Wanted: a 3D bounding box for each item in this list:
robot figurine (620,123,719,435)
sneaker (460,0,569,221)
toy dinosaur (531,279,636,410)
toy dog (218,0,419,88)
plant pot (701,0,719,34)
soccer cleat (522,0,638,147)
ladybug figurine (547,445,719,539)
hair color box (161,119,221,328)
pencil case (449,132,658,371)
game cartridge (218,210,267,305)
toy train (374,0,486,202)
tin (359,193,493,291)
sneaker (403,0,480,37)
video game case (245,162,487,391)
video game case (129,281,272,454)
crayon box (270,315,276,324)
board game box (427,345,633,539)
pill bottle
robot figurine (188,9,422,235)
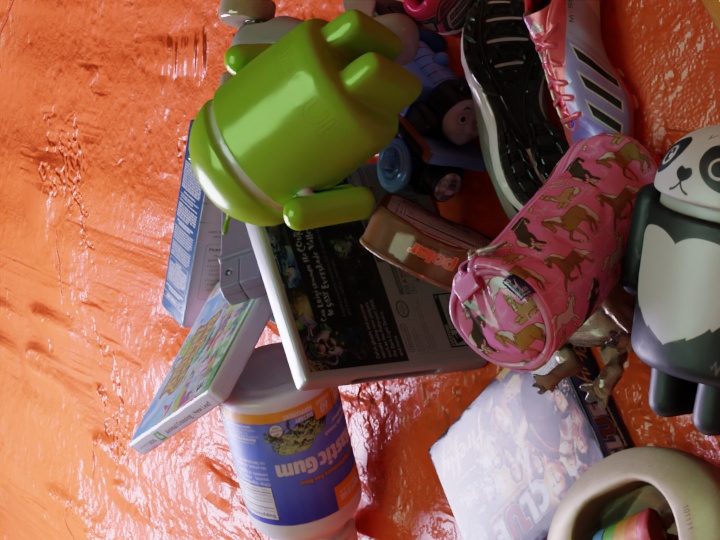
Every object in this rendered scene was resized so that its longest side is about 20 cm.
[{"bbox_3d":[0.244,0.004,1.142,0.148,0.125,0.203,9,103,13],"label":"robot figurine"},{"bbox_3d":[0.118,-0.126,1.378,0.079,0.073,0.203,108,155,-68],"label":"sneaker"},{"bbox_3d":[0.174,0.023,1.294,0.198,0.136,0.087,10,131,27],"label":"toy dinosaur"},{"bbox_3d":[-0.033,-0.180,1.468,0.199,0.096,0.133,26,97,31],"label":"toy dog"},{"bbox_3d":[0.293,-0.162,1.022,0.199,0.199,0.185,-13,97,56],"label":"plant pot"},{"bbox_3d":[0.158,-0.162,1.308,0.066,0.076,0.203,-19,76,55],"label":"soccer cleat"},{"bbox_3d":[0.211,0.198,1.250,0.199,0.071,0.137,-32,64,50],"label":"ladybug figurine"},{"bbox_3d":[-0.131,-0.046,1.732,0.060,0.099,0.202,39,123,52],"label":"hair color box"},{"bbox_3d":[0.142,-0.017,1.215,0.082,0.200,0.087,17,131,29],"label":"pencil case"},{"bbox_3d":[-0.066,-0.067,1.571,0.128,0.038,0.201,-21,43,17],"label":"game cartridge"},{"bbox_3d":[0.039,-0.147,1.486,0.200,0.086,0.115,53,127,41],"label":"toy train"},{"bbox_3d":[0.058,-0.022,1.387,0.200,0.111,0.042,-66,-3,-82],"label":"tin"},{"bbox_3d":[0.076,-0.295,1.413,0.080,0.074,0.203,-1,88,40],"label":"sneaker"},{"bbox_3d":[0.000,0.000,1.462,0.023,0.180,0.202,-49,53,50],"label":"video game case"},{"bbox_3d":[-0.129,0.062,1.593,0.182,0.022,0.201,-35,24,53],"label":"video game case"},{"bbox_3d":[-0.021,0.008,1.606,0.199,0.058,0.120,25,113,53],"label":"crayon box"},{"bbox_3d":[0.136,0.153,1.397,0.200,0.034,0.137,-53,50,44],"label":"board game box"},{"bbox_3d":[-0.060,0.177,1.594,0.112,0.111,0.202,26,136,53],"label":"pill bottle"},{"bbox_3d":[-0.051,-0.115,1.345,0.199,0.115,0.177,-36,61,22],"label":"robot figurine"}]
